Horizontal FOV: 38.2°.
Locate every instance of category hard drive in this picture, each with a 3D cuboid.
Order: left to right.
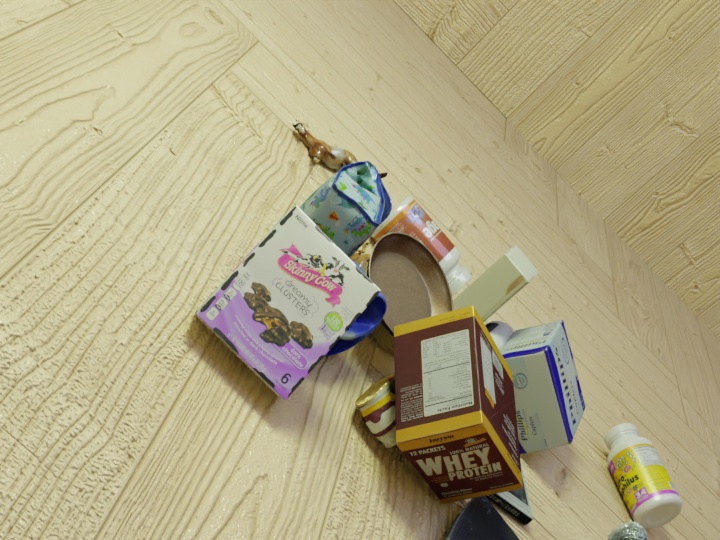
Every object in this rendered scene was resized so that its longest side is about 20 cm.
[{"bbox_3d":[0.179,0.417,1.524,0.135,0.042,0.200,51,23,5],"label":"hard drive"}]

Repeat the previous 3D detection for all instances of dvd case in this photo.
[{"bbox_3d":[0.223,0.319,1.772,0.150,0.025,0.202,37,27,-25],"label":"dvd case"}]

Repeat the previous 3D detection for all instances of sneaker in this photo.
[{"bbox_3d":[0.057,0.210,1.610,0.091,0.074,0.199,62,28,1],"label":"sneaker"}]

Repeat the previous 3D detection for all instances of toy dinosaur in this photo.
[{"bbox_3d":[0.000,0.000,1.854,0.104,0.061,0.201,15,27,-18],"label":"toy dinosaur"}]

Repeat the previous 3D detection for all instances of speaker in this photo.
[{"bbox_3d":[0.235,0.156,1.972,0.082,0.081,0.199,50,24,7],"label":"speaker"}]

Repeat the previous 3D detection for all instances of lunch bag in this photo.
[{"bbox_3d":[-0.042,-0.088,1.752,0.127,0.170,0.201,41,23,-13],"label":"lunch bag"}]

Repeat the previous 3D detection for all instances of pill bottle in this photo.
[{"bbox_3d":[0.122,-0.036,2.025,0.200,0.112,0.112,48,24,0],"label":"pill bottle"},{"bbox_3d":[0.569,0.415,2.123,0.103,0.104,0.202,27,31,-38],"label":"pill bottle"}]

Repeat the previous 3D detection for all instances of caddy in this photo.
[{"bbox_3d":[-0.048,0.062,1.554,0.198,0.142,0.106,14,35,-52],"label":"caddy"}]

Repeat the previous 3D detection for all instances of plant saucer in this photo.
[{"bbox_3d":[0.074,0.038,1.702,0.199,0.036,0.204,25,54,-38],"label":"plant saucer"}]

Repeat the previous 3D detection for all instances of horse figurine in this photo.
[{"bbox_3d":[-0.044,-0.222,2.087,0.198,0.050,0.133,22,17,-31],"label":"horse figurine"}]

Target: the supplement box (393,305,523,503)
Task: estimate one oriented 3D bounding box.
[{"bbox_3d":[0.146,0.203,1.553,0.198,0.130,0.203,55,27,-45],"label":"supplement box"}]

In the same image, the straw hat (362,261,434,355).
[{"bbox_3d":[0.089,0.054,1.799,0.200,0.084,0.204,34,44,-40],"label":"straw hat"}]

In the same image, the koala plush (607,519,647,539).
[{"bbox_3d":[0.357,0.475,1.535,0.184,0.199,0.178,43,24,-17],"label":"koala plush"}]

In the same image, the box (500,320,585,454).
[{"bbox_3d":[0.340,0.214,1.945,0.200,0.103,0.187,-34,109,-66],"label":"box"}]

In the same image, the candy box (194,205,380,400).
[{"bbox_3d":[-0.099,0.043,1.415,0.168,0.200,0.071,43,-9,-7],"label":"candy box"}]

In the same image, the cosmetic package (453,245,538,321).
[{"bbox_3d":[0.239,0.049,1.988,0.071,0.200,0.105,49,24,6],"label":"cosmetic package"}]
